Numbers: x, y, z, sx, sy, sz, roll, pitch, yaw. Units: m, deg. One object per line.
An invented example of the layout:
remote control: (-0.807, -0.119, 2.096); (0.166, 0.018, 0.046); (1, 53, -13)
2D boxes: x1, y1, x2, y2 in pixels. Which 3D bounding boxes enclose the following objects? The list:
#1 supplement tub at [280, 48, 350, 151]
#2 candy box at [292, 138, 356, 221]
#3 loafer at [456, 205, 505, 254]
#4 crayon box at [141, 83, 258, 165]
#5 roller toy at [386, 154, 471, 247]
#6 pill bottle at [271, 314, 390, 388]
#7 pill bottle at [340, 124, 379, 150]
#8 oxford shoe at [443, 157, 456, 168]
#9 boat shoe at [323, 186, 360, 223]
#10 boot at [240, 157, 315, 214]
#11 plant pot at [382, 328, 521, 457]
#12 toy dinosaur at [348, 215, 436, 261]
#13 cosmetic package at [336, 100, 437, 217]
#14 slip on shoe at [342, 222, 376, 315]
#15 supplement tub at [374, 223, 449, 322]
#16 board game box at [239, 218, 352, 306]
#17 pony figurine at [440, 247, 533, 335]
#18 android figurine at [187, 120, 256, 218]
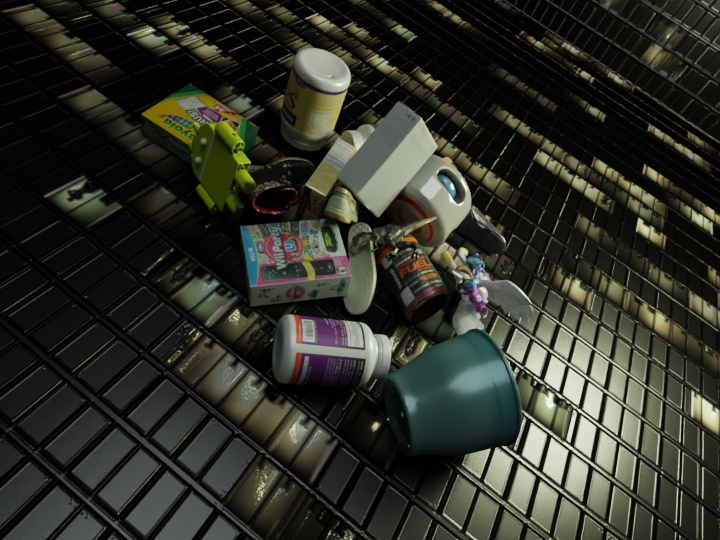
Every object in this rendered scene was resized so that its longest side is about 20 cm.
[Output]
supplement tub: (-0.116, -0.414, 1.279); (0.141, 0.202, 0.148); (13, 47, -15)
candy box: (-0.079, -0.192, 1.172); (0.054, 0.117, 0.202); (27, 46, -2)
loafer: (0.287, -0.120, 1.336); (0.199, 0.072, 0.063); (41, 26, 2)
crayon box: (-0.358, -0.316, 1.179); (0.197, 0.059, 0.174); (32, 46, 1)
roller toy: (0.155, -0.160, 1.197); (0.180, 0.202, 0.140); (32, 66, 31)
pill bottle: (-0.050, 0.143, 0.909); (0.194, 0.114, 0.115); (9, 49, -20)
pill bottle: (0.046, -0.315, 1.339); (0.195, 0.112, 0.112); (-10, 57, -32)
oxford shoe: (0.203, -0.243, 1.386); (0.073, 0.072, 0.198); (48, 48, 11)
boat shoe: (-0.032, -0.139, 1.087); (0.071, 0.064, 0.200); (18, 10, -3)
boot: (-0.168, -0.181, 1.113); (0.195, 0.075, 0.151); (-9, 32, -27)
plant pot: (0.141, 0.224, 0.894); (0.182, 0.202, 0.204); (-13, 57, -15)
toy dinosaur: (0.074, -0.061, 1.053); (0.194, 0.048, 0.090); (-15, 54, -6)
cosmetic package: (0.056, -0.225, 1.082); (0.081, 0.200, 0.113); (45, 4, 34)
slip on shoe: (0.000, 0.000, 1.089); (0.072, 0.062, 0.205); (-3, 61, 8)
supplement tub: (0.097, 0.000, 1.105); (0.105, 0.108, 0.203); (-12, 59, -33)
board game box: (-0.128, -0.019, 1.020); (0.194, 0.065, 0.150); (-7, 54, -17)
pony figurine: (0.243, 0.046, 1.103); (0.194, 0.165, 0.201); (49, 16, -12)
android figurine: (-0.283, -0.208, 1.041); (0.041, 0.183, 0.201); (-21, 65, -46)
